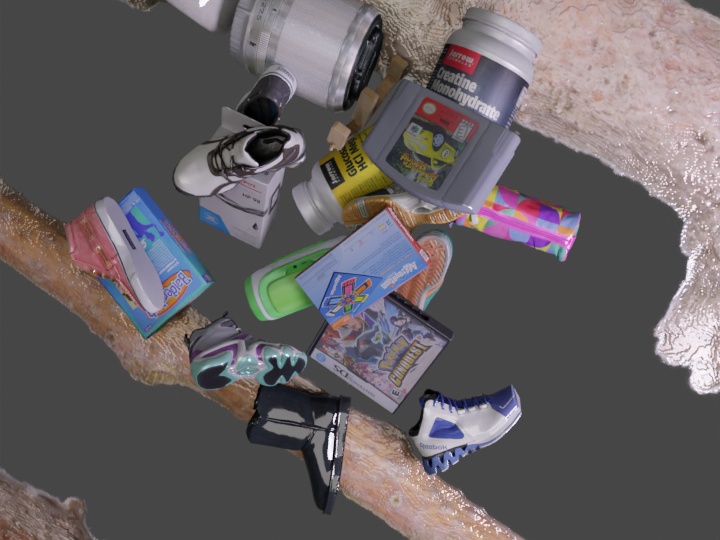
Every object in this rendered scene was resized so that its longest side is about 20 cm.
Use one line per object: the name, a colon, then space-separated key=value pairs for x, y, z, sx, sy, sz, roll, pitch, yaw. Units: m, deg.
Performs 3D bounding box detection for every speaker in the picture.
speaker: x=-0.084 y=0.012 z=1.136 sx=0.196 sy=0.088 sz=0.090 roll=-21 pitch=95 yaw=9

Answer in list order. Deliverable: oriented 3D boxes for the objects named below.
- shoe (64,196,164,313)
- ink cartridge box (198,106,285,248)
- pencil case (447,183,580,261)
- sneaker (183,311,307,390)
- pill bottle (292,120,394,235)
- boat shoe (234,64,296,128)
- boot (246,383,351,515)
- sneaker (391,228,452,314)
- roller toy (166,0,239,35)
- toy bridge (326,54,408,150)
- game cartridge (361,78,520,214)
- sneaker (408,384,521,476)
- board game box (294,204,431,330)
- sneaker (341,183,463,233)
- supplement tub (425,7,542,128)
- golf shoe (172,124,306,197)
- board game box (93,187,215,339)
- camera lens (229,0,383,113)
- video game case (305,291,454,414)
shoe: x=-0.396 y=-0.009 z=1.135 sx=0.090 sy=0.071 sz=0.203 roll=-28 pitch=88 yaw=11
ink cartridge box: x=-0.182 y=-0.137 z=1.076 sx=0.114 sy=0.067 sz=0.201 roll=25 pitch=144 yaw=4
pencil case: x=0.236 y=-0.081 z=1.086 sx=0.196 sy=0.088 sz=0.090 roll=17 pitch=100 yaw=3
sneaker: x=-0.192 y=0.118 z=1.162 sx=0.197 sy=0.141 sz=0.079 roll=3 pitch=126 yaw=-33
pill bottle: x=-0.003 y=-0.143 z=1.090 sx=0.198 sy=0.112 sz=0.114 roll=-32 pitch=93 yaw=10
boat shoe: x=-0.153 y=-0.228 z=1.061 sx=0.069 sy=0.199 sz=0.067 roll=34 pitch=61 yaw=-17
boot: x=-0.108 y=0.293 z=1.179 sx=0.164 sy=0.076 sz=0.205 roll=8 pitch=92 yaw=2
sneaker: x=0.096 y=-0.003 z=1.072 sx=0.071 sy=0.080 sz=0.201 roll=31 pitch=140 yaw=7
roller toy: x=-0.239 y=-0.456 z=1.042 sx=0.181 sy=0.200 sz=0.141 roll=36 pitch=101 yaw=-10
toy bridge: x=0.006 y=-0.243 z=1.062 sx=0.027 sy=0.067 sz=0.201 roll=35 pitch=58 yaw=2
game cartridge: x=0.099 y=-0.164 z=0.956 sx=0.198 sy=0.041 sz=0.135 roll=33 pitch=94 yaw=28
sneaker: x=0.155 y=0.233 z=1.139 sx=0.198 sy=0.081 sz=0.116 roll=-36 pitch=94 yaw=12
board game box: x=0.000 y=0.000 z=1.039 sx=0.199 sy=0.019 sz=0.104 roll=-35 pitch=95 yaw=32
sneaker: x=0.070 y=-0.101 z=1.029 sx=0.196 sy=0.088 sz=0.077 roll=-10 pitch=124 yaw=19
supplement tub: x=0.167 y=-0.262 z=1.039 sx=0.138 sy=0.140 sz=0.203 roll=26 pitch=100 yaw=3
golf shoe: x=-0.173 y=-0.158 z=0.965 sx=0.196 sy=0.094 sz=0.079 roll=-19 pitch=88 yaw=3
board game box: x=-0.363 y=-0.012 z=1.186 sx=0.151 sy=0.045 sz=0.201 roll=-38 pitch=92 yaw=10
camera lens: x=-0.075 y=-0.340 z=1.048 sx=0.197 sy=0.160 sz=0.163 roll=24 pitch=100 yaw=3
video game case: x=0.025 y=0.117 z=1.123 sx=0.179 sy=0.026 sz=0.201 roll=34 pitch=128 yaw=2
